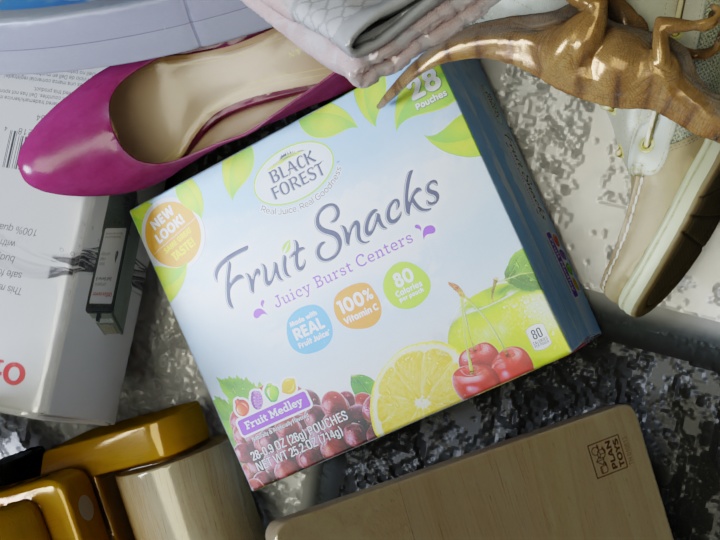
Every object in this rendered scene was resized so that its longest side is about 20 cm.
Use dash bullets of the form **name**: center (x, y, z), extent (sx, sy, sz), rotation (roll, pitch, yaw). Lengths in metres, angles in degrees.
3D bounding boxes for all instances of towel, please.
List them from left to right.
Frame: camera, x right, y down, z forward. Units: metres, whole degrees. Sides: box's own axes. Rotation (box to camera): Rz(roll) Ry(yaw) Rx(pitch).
- **towel**: center (0.032, -0.175, 0.775), extent (0.200, 0.032, 0.191), rotation (-34, 38, -10)

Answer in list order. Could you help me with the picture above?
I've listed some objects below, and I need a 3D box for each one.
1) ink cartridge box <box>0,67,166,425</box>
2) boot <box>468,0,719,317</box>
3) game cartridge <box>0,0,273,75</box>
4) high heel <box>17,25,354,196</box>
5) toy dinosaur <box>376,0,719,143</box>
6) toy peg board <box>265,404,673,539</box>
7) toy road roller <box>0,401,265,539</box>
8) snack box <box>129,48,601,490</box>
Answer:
- **ink cartridge box**: center (-0.195, -0.025, 0.941), extent (0.145, 0.084, 0.201), rotation (10, 84, 22)
- **boot**: center (0.117, -0.093, 0.830), extent (0.154, 0.072, 0.201), rotation (23, 101, 18)
- **game cartridge**: center (-0.127, -0.154, 0.887), extent (0.199, 0.134, 0.041), rotation (-5, 131, 17)
- **high heel**: center (-0.078, -0.092, 0.850), extent (0.199, 0.096, 0.068), rotation (-27, 94, -12)
- **toy dinosaur**: center (0.097, -0.104, 0.770), extent (0.199, 0.060, 0.107), rotation (16, 99, 22)
- **toy peg board**: center (0.060, 0.191, 0.862), extent (0.198, 0.098, 0.201), rotation (-17, 91, -20)
- **toy road roller**: center (-0.164, 0.163, 0.943), extent (0.199, 0.146, 0.123), rotation (-17, 93, 24)
- **snack box**: center (0.000, 0.000, 0.895), extent (0.199, 0.068, 0.169), rotation (-25, 87, 23)
